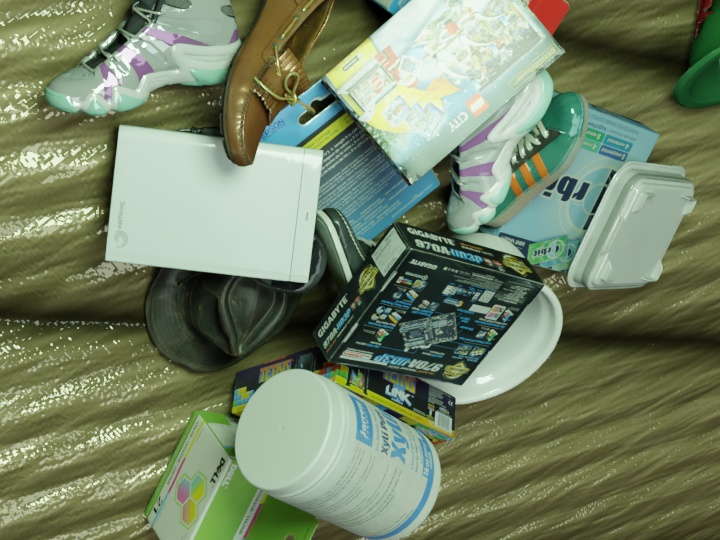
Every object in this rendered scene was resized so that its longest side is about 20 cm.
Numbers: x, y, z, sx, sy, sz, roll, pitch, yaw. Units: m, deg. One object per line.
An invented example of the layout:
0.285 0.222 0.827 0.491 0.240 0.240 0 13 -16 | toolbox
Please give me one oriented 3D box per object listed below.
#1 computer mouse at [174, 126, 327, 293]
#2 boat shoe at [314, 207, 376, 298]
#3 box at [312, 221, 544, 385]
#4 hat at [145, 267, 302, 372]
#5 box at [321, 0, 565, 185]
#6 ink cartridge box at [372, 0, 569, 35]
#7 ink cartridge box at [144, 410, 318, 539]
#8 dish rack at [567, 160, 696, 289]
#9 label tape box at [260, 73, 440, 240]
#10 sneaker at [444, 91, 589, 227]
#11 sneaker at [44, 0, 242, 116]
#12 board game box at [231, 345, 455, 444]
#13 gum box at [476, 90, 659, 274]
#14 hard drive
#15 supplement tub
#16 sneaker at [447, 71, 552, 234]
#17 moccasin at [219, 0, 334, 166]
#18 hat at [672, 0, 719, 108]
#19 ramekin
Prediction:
-0.122 -0.064 1.313 0.199 0.046 0.141 16 92 -8 | computer mouse
0.000 0.000 1.370 0.060 0.076 0.200 -29 141 -10 | boat shoe
0.074 0.040 1.360 0.199 0.046 0.159 13 124 -39 | box
-0.127 0.034 1.382 0.200 0.081 0.201 -16 124 -24 | hat
0.080 -0.199 1.273 0.200 0.038 0.137 -41 94 -1 | box
0.112 -0.284 1.355 0.200 0.067 0.116 26 102 -39 | ink cartridge box
-0.144 0.270 1.428 0.076 0.200 0.148 17 106 -37 | ink cartridge box
0.344 -0.047 1.607 0.200 0.043 0.172 -1 120 -52 | dish rack
-0.022 -0.125 1.367 0.143 0.066 0.200 -39 128 -6 | label tape box
0.171 -0.124 1.448 0.080 0.072 0.200 10 134 -35 | sneaker
-0.205 -0.229 1.195 0.199 0.078 0.140 -23 125 -30 | sneaker
-0.017 0.152 1.471 0.200 0.165 0.057 30 55 -39 | board game box
0.246 -0.100 1.556 0.169 0.045 0.201 13 110 -36 | gum box
-0.143 -0.064 1.273 0.199 0.027 0.133 6 94 -7 | hard drive
-0.020 0.195 1.352 0.132 0.132 0.200 -51 135 4 | supplement tub
0.098 -0.141 1.357 0.139 0.078 0.201 14 110 -24 | sneaker
-0.077 -0.187 1.235 0.074 0.077 0.202 82 27 -58 | moccasin
0.430 -0.320 1.562 0.165 0.177 0.200 -9 158 -29 | hat
0.124 0.052 1.506 0.200 0.098 0.201 -11 134 -12 | ramekin
